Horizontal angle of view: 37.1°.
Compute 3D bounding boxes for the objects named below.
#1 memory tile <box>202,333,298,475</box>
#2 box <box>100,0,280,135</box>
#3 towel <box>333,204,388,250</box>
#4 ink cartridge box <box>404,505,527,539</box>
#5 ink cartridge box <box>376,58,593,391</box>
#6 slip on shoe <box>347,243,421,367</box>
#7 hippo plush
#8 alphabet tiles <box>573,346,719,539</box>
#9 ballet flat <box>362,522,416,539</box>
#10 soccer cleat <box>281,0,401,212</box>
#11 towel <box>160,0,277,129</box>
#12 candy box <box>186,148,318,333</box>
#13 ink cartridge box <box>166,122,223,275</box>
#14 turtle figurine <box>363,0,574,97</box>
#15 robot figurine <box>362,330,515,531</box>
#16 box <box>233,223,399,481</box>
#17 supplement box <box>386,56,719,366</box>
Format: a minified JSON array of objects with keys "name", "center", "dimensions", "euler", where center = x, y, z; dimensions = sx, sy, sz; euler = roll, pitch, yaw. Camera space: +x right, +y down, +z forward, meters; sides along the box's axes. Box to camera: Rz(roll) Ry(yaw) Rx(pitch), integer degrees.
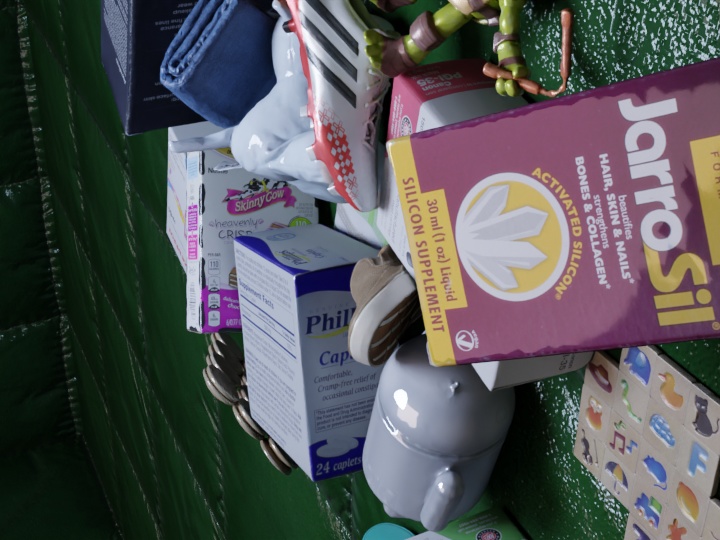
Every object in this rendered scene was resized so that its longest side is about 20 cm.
[{"name":"memory tile","center":[-0.124,0.146,1.227],"dimensions":[0.154,0.017,0.200],"euler":[49,-175,-12]},{"name":"box","center":[-0.157,-0.259,1.093],"dimensions":[0.201,0.195,0.118],"euler":[109,142,-52]},{"name":"towel","center":[0.000,0.000,1.083],"dimensions":[0.150,0.030,0.201],"euler":[56,149,40]},{"name":"ink cartridge box","center":[0.103,0.301,0.857],"dimensions":[0.200,0.143,0.085],"euler":[46,143,50]},{"name":"ink cartridge box","center":[0.093,-0.038,0.771],"dimensions":[0.201,0.082,0.148],"euler":[-123,30,-44]},{"name":"slip on shoe","center":[0.017,0.019,0.869],"dimensions":[0.060,0.200,0.077],"euler":[27,113,9]},{"name":"hippo plush","center":[-0.032,-0.152,0.963],"dimensions":[0.198,0.159,0.163],"euler":[13,88,29]},{"name":"alphabet tiles","center":[0.207,0.141,0.706],"dimensions":[0.200,0.007,0.169],"euler":[-133,36,-51]},{"name":"ballet flat","center":[0.058,0.317,1.079],"dimensions":[0.200,0.074,0.075],"euler":[-163,62,-68]},{"name":"soccer cleat","center":[-0.004,-0.144,0.814],"dimensions":[0.069,0.084,0.202],"euler":[-43,-59,-69]},{"name":"towel","center":[-0.105,-0.183,1.009],"dimensions":[0.048,0.112,0.200],"euler":[37,-177,27]},{"name":"candy box","center":[-0.115,-0.036,1.150],"dimensions":[0.061,0.135,0.203],"euler":[178,91,-65]},{"name":"ink cartridge box","center":[-0.199,-0.080,1.434],"dimensions":[0.145,0.084,0.201],"euler":[59,153,36]},{"name":"turtle figurine","center":[0.074,-0.203,0.725],"dimensions":[0.160,0.064,0.202],"euler":[-12,89,39]},{"name":"robot figurine","center":[0.064,0.131,0.896],"dimensions":[0.171,0.112,0.201],"euler":[-97,13,-45]},{"name":"box","center":[-0.042,0.071,1.052],"dimensions":[0.184,0.104,0.202],"euler":[-153,55,-62]},{"name":"supplement box","center":[0.129,-0.028,0.566],"dimensions":[0.198,0.103,0.132],"euler":[-10,93,36]}]
